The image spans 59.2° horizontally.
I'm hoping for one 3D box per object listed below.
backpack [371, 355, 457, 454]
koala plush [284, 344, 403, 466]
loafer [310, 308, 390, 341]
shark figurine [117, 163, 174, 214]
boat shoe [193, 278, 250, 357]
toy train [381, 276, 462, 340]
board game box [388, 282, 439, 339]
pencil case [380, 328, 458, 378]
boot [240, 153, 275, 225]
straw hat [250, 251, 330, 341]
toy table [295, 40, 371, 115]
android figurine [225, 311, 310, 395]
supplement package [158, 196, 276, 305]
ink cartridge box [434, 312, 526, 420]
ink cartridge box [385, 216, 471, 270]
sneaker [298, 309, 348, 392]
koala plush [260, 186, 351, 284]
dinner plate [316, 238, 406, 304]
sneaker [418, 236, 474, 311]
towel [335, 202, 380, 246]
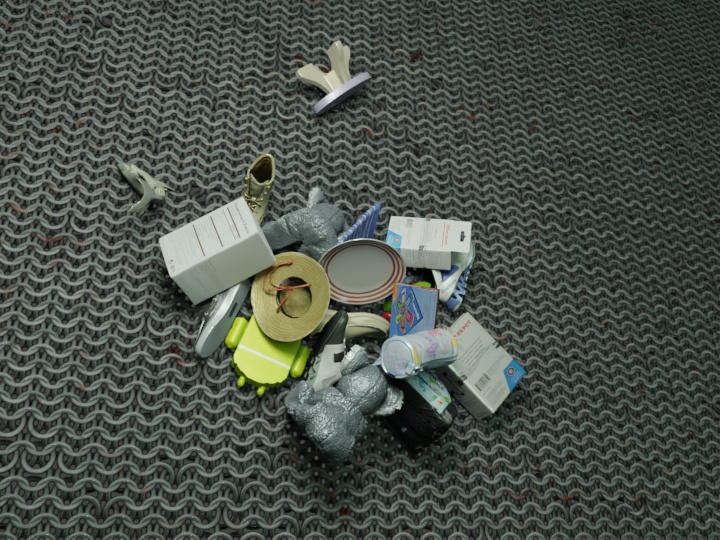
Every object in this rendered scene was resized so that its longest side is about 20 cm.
[{"bbox_3d":[0.099,0.269,1.366,0.200,0.163,0.154,35,42,2],"label":"backpack"},{"bbox_3d":[-0.023,0.266,1.257,0.200,0.184,0.178,-40,93,-12],"label":"koala plush"},{"bbox_3d":[-0.030,0.133,1.430,0.199,0.076,0.069,7,64,-5],"label":"loafer"},{"bbox_3d":[-0.473,-0.160,1.401,0.128,0.214,0.090,29,97,-36],"label":"shark figurine"},{"bbox_3d":[-0.311,0.090,1.358,0.066,0.070,0.201,17,67,19],"label":"boat shoe"},{"bbox_3d":[0.145,0.079,1.438,0.199,0.116,0.085,14,27,28],"label":"toy train"},{"bbox_3d":[0.116,0.130,1.411,0.102,0.201,0.019,9,18,16],"label":"board game box"},{"bbox_3d":[0.125,0.168,1.298,0.200,0.090,0.084,-3,106,-56],"label":"pencil case"},{"bbox_3d":[-0.247,-0.153,1.441,0.072,0.155,0.201,20,60,-9],"label":"boot"},{"bbox_3d":[-0.135,0.062,1.377,0.200,0.085,0.202,-7,72,21],"label":"straw hat"},{"bbox_3d":[-0.073,-0.510,1.674,0.200,0.184,0.117,-40,99,-42],"label":"toy table"},{"bbox_3d":[-0.201,0.170,1.367,0.181,0.041,0.201,24,57,-8],"label":"android figurine"},{"bbox_3d":[-0.300,-0.041,1.338,0.199,0.117,0.118,-27,53,-4],"label":"supplement package"},{"bbox_3d":[0.261,0.222,1.477,0.200,0.084,0.146,46,60,7],"label":"ink cartridge box"},{"bbox_3d":[0.165,-0.066,1.539,0.199,0.068,0.116,5,46,10],"label":"ink cartridge box"},{"bbox_3d":[-0.056,0.183,1.362,0.088,0.074,0.201,22,99,-14],"label":"sneaker"},{"bbox_3d":[-0.100,-0.094,1.469,0.178,0.184,0.200,49,39,-5],"label":"koala plush"},{"bbox_3d":[0.000,0.000,1.385,0.199,0.201,0.024,10,44,-14],"label":"dinner plate"},{"bbox_3d":[0.209,-0.008,1.574,0.115,0.081,0.200,22,62,-10],"label":"sneaker"},{"bbox_3d":[-0.014,-0.057,1.464,0.024,0.145,0.200,28,46,13],"label":"towel"}]
